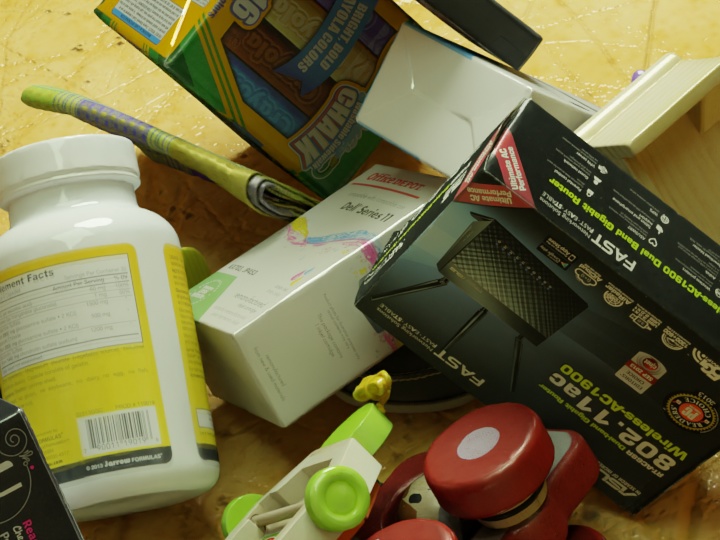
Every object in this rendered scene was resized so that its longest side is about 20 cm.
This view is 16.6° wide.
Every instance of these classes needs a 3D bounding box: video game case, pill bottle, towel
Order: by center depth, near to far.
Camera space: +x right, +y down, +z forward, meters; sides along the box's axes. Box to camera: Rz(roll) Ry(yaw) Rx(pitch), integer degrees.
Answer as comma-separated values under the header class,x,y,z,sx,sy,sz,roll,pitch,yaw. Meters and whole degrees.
class,x,y,z,sx,sy,sz,roll,pitch,yaw
pill bottle,-0.147,0.032,1.361,0.111,0.112,0.201,-11,79,0
video game case,0.009,-0.189,1.417,0.026,0.200,0.181,-53,9,5
towel,-0.100,-0.065,1.520,0.199,0.143,0.023,24,91,30

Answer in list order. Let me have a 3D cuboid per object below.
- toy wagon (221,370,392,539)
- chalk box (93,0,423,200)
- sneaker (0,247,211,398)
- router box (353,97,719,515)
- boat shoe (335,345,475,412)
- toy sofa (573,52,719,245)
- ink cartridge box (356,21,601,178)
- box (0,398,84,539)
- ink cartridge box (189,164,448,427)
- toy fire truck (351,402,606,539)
class,x,y,z,sx,sy,sz,roll,pitch,yaw
toy wagon,-0.040,0.135,1.269,0.040,0.155,0.200,45,68,-7
chalk box,-0.042,-0.135,1.541,0.124,0.200,0.125,-51,34,-2
sneaker,-0.186,0.039,1.461,0.200,0.074,0.082,-29,40,-26
router box,0.115,0.023,1.287,0.200,0.150,0.062,37,51,-4
boat shoe,0.076,0.029,1.419,0.199,0.062,0.073,-10,45,3
toy sofa,0.198,-0.016,1.348,0.083,0.200,0.098,-40,18,-18
ink cartridge box,0.109,-0.070,1.420,0.116,0.200,0.067,33,100,43
box,-0.217,0.138,1.257,0.114,0.133,0.200,-28,13,-17
ink cartridge box,0.000,0.000,1.412,0.200,0.068,0.117,-34,19,-17
toy fire truck,0.027,0.153,1.274,0.167,0.112,0.200,1,42,45
